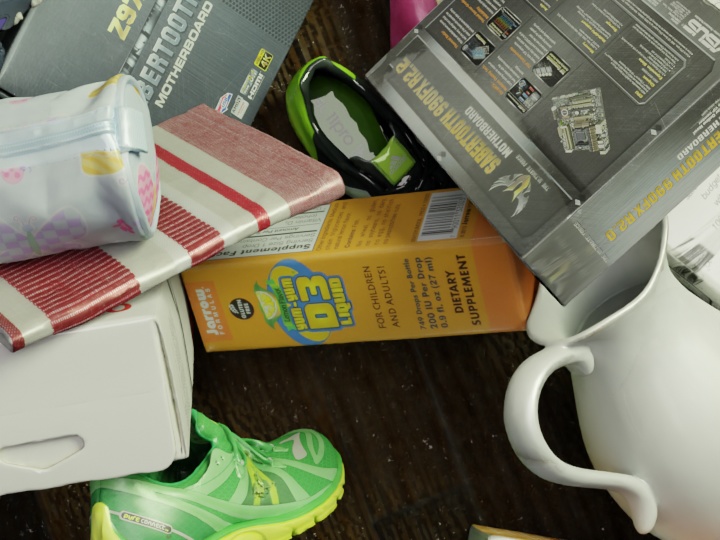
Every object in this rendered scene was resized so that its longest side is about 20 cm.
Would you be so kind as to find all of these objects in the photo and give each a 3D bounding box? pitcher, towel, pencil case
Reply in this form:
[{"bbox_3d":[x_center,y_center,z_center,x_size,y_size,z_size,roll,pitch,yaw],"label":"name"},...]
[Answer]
[{"bbox_3d":[0.160,0.084,0.926,0.201,0.121,0.172,53,56,-27],"label":"pitcher"},{"bbox_3d":[-0.126,-0.026,0.881,0.199,0.144,0.023,-28,124,-26],"label":"towel"},{"bbox_3d":[-0.198,-0.046,0.824,0.198,0.091,0.084,-7,58,2],"label":"pencil case"}]

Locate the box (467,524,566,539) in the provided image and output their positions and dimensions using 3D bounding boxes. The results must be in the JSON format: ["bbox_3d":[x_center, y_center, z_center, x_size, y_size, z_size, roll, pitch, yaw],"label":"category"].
[{"bbox_3d":[0.157,0.211,0.946,0.198,0.124,0.099,10,83,-1],"label":"box"}]

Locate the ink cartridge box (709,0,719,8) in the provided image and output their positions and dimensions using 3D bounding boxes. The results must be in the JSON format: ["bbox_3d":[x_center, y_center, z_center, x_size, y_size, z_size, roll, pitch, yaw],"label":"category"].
[{"bbox_3d":[0.178,-0.127,0.917,0.198,0.050,0.162,-17,50,27],"label":"ink cartridge box"}]

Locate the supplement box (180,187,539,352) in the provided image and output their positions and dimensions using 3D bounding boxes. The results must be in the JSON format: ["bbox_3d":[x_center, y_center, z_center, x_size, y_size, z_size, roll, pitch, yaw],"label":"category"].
[{"bbox_3d":[0.000,0.000,0.954,0.198,0.069,0.067,-5,123,20],"label":"supplement box"}]

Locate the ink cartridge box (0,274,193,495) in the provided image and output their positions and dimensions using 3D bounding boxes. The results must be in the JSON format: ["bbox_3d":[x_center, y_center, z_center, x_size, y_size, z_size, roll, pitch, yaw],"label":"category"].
[{"bbox_3d":[-0.169,0.039,0.912,0.145,0.200,0.084,-9,109,-3],"label":"ink cartridge box"}]

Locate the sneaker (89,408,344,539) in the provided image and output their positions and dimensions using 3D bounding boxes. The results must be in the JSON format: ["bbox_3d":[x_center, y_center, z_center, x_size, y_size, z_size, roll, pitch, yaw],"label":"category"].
[{"bbox_3d":[-0.075,0.114,0.921,0.073,0.199,0.085,-10,93,33],"label":"sneaker"}]

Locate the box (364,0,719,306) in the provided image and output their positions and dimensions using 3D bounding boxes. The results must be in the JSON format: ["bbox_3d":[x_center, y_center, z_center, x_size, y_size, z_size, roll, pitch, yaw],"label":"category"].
[{"bbox_3d":[0.109,-0.099,0.883,0.158,0.048,0.200,-44,42,6],"label":"box"}]

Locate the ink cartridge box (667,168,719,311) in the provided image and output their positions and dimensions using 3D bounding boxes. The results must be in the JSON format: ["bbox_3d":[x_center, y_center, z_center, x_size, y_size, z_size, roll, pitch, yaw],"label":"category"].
[{"bbox_3d":[0.233,-0.052,0.996,0.200,0.084,0.146,39,85,3],"label":"ink cartridge box"}]

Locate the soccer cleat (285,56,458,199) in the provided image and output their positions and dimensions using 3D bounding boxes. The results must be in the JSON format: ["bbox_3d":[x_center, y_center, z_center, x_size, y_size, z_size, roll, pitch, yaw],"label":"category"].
[{"bbox_3d":[0.028,-0.046,0.992,0.068,0.081,0.200,-44,87,-5],"label":"soccer cleat"}]

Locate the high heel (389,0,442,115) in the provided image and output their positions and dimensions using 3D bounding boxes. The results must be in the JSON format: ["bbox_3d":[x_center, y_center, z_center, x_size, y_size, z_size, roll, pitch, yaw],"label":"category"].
[{"bbox_3d":[0.010,-0.195,1.015,0.096,0.067,0.201,-34,96,18],"label":"high heel"}]

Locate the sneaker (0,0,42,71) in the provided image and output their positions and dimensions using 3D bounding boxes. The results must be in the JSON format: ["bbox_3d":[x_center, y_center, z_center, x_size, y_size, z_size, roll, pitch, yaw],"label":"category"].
[{"bbox_3d":[-0.199,-0.144,0.885,0.199,0.080,0.148,-23,129,-36],"label":"sneaker"}]

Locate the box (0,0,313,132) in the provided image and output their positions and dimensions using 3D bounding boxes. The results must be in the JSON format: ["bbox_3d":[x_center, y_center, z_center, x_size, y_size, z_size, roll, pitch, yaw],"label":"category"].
[{"bbox_3d":[-0.116,-0.157,0.978,0.157,0.051,0.202,31,82,-32],"label":"box"}]
